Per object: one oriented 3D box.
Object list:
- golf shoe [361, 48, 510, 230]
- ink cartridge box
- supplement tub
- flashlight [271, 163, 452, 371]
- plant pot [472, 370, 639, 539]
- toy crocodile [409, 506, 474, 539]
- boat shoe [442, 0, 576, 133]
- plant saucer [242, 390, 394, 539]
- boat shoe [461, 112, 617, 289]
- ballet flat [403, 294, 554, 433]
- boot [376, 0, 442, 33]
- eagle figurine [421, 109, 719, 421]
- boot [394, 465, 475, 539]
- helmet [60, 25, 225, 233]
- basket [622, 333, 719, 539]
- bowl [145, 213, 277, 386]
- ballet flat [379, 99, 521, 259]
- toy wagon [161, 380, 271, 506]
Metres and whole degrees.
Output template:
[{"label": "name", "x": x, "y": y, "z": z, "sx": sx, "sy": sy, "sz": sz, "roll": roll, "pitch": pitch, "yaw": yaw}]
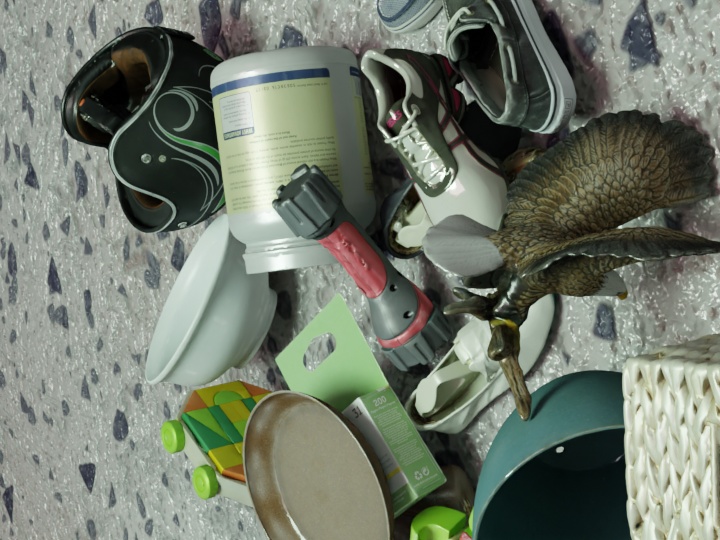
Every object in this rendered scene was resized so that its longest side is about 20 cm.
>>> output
[{"label": "golf shoe", "x": 0.055, "y": -0.090, "z": 0.943, "sx": 0.077, "sy": 0.088, "sz": 0.201, "roll": -41, "pitch": 56, "yaw": 32}, {"label": "ink cartridge box", "x": -0.019, "y": 0.144, "z": 1.121, "sx": 0.201, "sy": 0.048, "sz": 0.146, "roll": 59, "pitch": 137, "yaw": 14}, {"label": "supplement tub", "x": -0.062, "y": -0.104, "z": 1.150, "sx": 0.145, "sy": 0.144, "sz": 0.202, "roll": -6, "pitch": 92, "yaw": 52}, {"label": "flashlight", "x": 0.000, "y": 0.000, "z": 1.068, "sx": 0.200, "sy": 0.068, "sz": 0.068, "roll": 49, "pitch": 164, "yaw": -22}, {"label": "plant pot", "x": 0.175, "y": 0.151, "z": 0.882, "sx": 0.135, "sy": 0.199, "sz": 0.201, "roll": -93, "pitch": 18, "yaw": -59}, {"label": "toy crocodile", "x": 0.131, "y": 0.260, "z": 1.015, "sx": 0.199, "sy": 0.062, "sz": 0.068, "roll": 31, "pitch": 120, "yaw": 25}, {"label": "boat shoe", "x": 0.103, "y": -0.187, "z": 0.964, "sx": 0.200, "sy": 0.071, "sz": 0.072, "roll": 62, "pitch": 139, "yaw": 42}, {"label": "plant saucer", "x": -0.035, "y": 0.202, "z": 1.100, "sx": 0.200, "sy": 0.032, "sz": 0.202, "roll": 19, "pitch": 117, "yaw": 42}, {"label": "boat shoe", "x": 0.137, "y": -0.064, "z": 0.959, "sx": 0.200, "sy": 0.075, "sz": 0.074, "roll": -44, "pitch": 51, "yaw": 39}, {"label": "ballet flat", "x": 0.098, "y": 0.082, "z": 1.044, "sx": 0.070, "sy": 0.069, "sz": 0.200, "roll": 59, "pitch": 137, "yaw": 26}, {"label": "boot", "x": 0.043, "y": -0.285, "z": 1.023, "sx": 0.073, "sy": 0.090, "sz": 0.200, "roll": 59, "pitch": 137, "yaw": 26}, {"label": "eagle figurine", "x": 0.160, "y": -0.018, "z": 0.836, "sx": 0.200, "sy": 0.151, "sz": 0.152, "roll": -42, "pitch": 75, "yaw": 26}, {"label": "boot", "x": 0.035, "y": 0.186, "z": 1.149, "sx": 0.199, "sy": 0.064, "sz": 0.188, "roll": -7, "pitch": 99, "yaw": 53}, {"label": "helmet", "x": -0.207, "y": -0.145, "z": 1.295, "sx": 0.199, "sy": 0.191, "sz": 0.201, "roll": -19, "pitch": 51, "yaw": 25}, {"label": "basket", "x": 0.265, "y": 0.102, "z": 0.726, "sx": 0.123, "sy": 0.199, "sz": 0.137, "roll": 6, "pitch": 102, "yaw": 56}, {"label": "bowl", "x": -0.152, "y": 0.047, "z": 1.312, "sx": 0.201, "sy": 0.090, "sz": 0.202, "roll": -53, "pitch": 21, "yaw": 31}, {"label": "ballet flat", "x": 0.074, "y": -0.070, "z": 1.039, "sx": 0.200, "sy": 0.073, "sz": 0.073, "roll": -46, "pitch": 61, "yaw": 49}, {"label": "toy wagon", "x": -0.105, "y": 0.193, "z": 1.243, "sx": 0.200, "sy": 0.154, "sz": 0.040, "roll": 46, "pitch": 131, "yaw": 36}]
